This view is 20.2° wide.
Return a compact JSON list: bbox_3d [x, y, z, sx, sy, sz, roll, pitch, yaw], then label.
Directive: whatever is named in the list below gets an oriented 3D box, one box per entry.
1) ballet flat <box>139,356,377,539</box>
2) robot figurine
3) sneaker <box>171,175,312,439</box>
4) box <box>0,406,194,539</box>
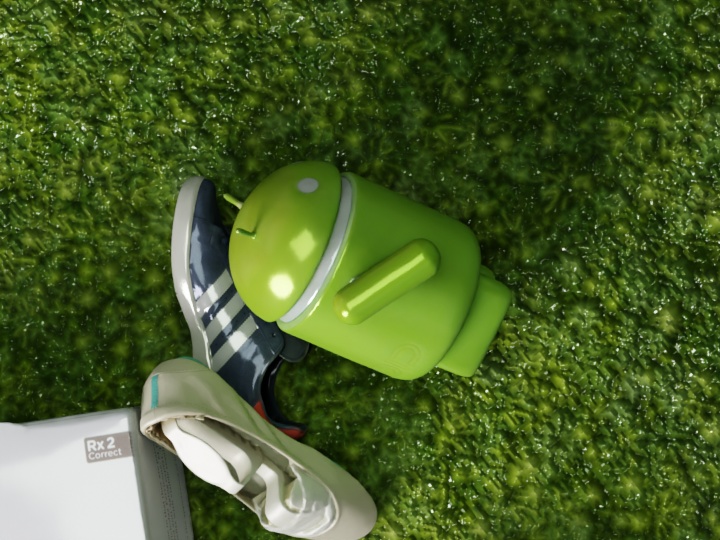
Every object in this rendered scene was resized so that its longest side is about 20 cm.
[{"bbox_3d":[-0.069,0.138,1.363,0.200,0.069,0.070,38,93,-20],"label":"ballet flat"},{"bbox_3d":[0.000,0.000,1.357,0.200,0.176,0.116,24,101,-18],"label":"robot figurine"},{"bbox_3d":[-0.079,0.030,1.411,0.084,0.075,0.201,-7,95,10],"label":"sneaker"},{"bbox_3d":[-0.221,0.204,1.390,0.198,0.131,0.201,-9,85,9],"label":"box"}]
